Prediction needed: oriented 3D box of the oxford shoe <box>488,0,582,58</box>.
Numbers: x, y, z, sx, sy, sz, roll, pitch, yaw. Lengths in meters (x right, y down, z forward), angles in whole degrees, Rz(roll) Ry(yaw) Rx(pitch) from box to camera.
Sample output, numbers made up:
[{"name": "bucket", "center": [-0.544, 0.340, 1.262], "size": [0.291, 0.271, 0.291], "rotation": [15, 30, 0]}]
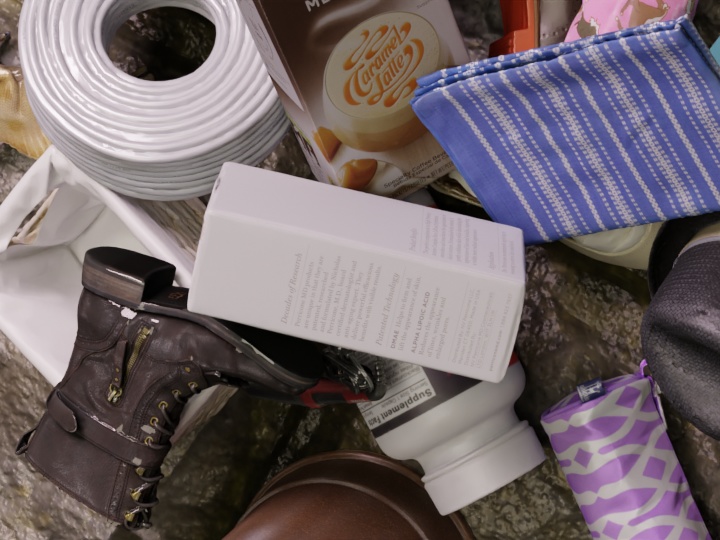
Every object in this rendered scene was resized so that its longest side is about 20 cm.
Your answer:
[{"name": "oxford shoe", "center": [0.129, -0.188, 1.324], "size": [0.072, 0.071, 0.202], "rotation": [6, 93, -14]}]

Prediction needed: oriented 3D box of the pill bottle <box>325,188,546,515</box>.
[{"name": "pill bottle", "center": [0.042, 0.056, 1.357], "size": [0.111, 0.111, 0.201], "rotation": [-30, 87, 23]}]

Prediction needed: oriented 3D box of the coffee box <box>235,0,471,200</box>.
[{"name": "coffee box", "center": [-0.002, -0.144, 1.272], "size": [0.114, 0.080, 0.201], "rotation": [-30, 130, -6]}]

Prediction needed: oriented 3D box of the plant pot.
[{"name": "plant pot", "center": [-0.036, 0.242, 1.369], "size": [0.199, 0.198, 0.202], "rotation": [3, 100, 21]}]

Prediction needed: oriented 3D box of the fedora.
[{"name": "fedora", "center": [0.244, 0.052, 1.246], "size": [0.200, 0.091, 0.202], "rotation": [30, 140, 29]}]

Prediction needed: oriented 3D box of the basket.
[{"name": "basket", "center": [-0.158, 0.017, 1.425], "size": [0.200, 0.123, 0.136], "rotation": [46, 111, 11]}]

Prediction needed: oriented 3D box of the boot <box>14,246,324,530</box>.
[{"name": "boot", "center": [-0.127, 0.092, 1.328], "size": [0.199, 0.069, 0.175], "rotation": [24, 109, 23]}]

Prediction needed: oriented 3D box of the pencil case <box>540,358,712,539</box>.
[{"name": "pencil case", "center": [0.191, 0.160, 1.333], "size": [0.085, 0.084, 0.201], "rotation": [-23, 90, 0]}]

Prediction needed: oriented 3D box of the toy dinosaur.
[{"name": "toy dinosaur", "center": [-0.251, -0.126, 1.477], "size": [0.199, 0.058, 0.102], "rotation": [-21, 91, 23]}]

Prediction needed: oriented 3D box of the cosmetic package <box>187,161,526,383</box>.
[{"name": "cosmetic package", "center": [0.000, 0.000, 1.246], "size": [0.198, 0.102, 0.075], "rotation": [12, 110, 0]}]

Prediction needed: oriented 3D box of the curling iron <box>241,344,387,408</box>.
[{"name": "curling iron", "center": [-0.034, 0.071, 1.355], "size": [0.200, 0.025, 0.050], "rotation": [-17, 95, 65]}]

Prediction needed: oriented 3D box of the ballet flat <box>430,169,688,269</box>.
[{"name": "ballet flat", "center": [0.132, -0.046, 1.331], "size": [0.199, 0.069, 0.070], "rotation": [20, 105, 18]}]

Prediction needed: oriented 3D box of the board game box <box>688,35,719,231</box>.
[{"name": "board game box", "center": [0.274, -0.089, 1.237], "size": [0.151, 0.047, 0.200], "rotation": [44, 135, 11]}]

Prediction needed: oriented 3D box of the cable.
[{"name": "cable", "center": [-0.129, -0.150, 1.357], "size": [0.199, 0.069, 0.201], "rotation": [-29, 71, -10]}]

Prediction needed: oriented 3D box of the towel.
[{"name": "towel", "center": [0.140, -0.077, 1.226], "size": [0.199, 0.024, 0.145], "rotation": [-10, 129, 38]}]

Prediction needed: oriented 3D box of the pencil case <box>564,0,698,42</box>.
[{"name": "pencil case", "center": [0.174, -0.184, 1.259], "size": [0.082, 0.087, 0.202], "rotation": [13, 84, 8]}]
